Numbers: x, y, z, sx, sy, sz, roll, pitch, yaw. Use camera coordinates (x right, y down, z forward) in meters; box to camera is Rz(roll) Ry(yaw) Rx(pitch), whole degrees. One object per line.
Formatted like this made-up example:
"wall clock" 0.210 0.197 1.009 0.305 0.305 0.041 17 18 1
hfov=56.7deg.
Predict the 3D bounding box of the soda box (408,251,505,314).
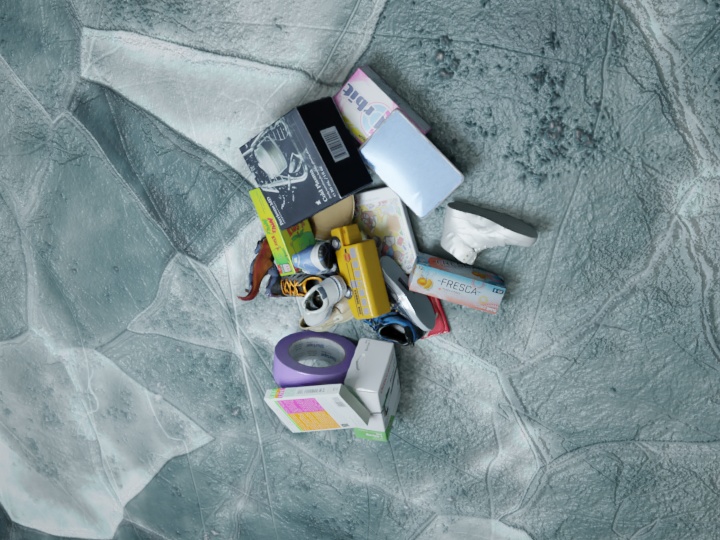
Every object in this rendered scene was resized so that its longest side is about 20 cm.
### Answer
"soda box" 0.206 0.026 1.434 0.199 0.064 0.069 16 116 -3

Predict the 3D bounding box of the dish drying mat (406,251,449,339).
"dish drying mat" 0.137 0.059 1.521 0.076 0.018 0.201 -16 104 25

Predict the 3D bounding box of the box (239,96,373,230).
"box" -0.114 -0.219 1.383 0.196 0.124 0.201 -23 97 43

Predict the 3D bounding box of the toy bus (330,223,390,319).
"toy bus" 0.000 0.000 1.424 0.078 0.065 0.202 -10 95 45

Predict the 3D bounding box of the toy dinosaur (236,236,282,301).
"toy dinosaur" -0.200 -0.031 1.518 0.104 0.200 0.183 11 100 -1

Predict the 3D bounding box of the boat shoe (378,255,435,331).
"boat shoe" 0.081 0.062 1.491 0.091 0.071 0.201 -30 102 42

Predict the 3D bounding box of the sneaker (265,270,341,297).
"sneaker" -0.141 0.031 1.577 0.199 0.077 0.079 -8 109 23

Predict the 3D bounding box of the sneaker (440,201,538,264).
"sneaker" 0.266 -0.061 1.403 0.199 0.074 0.116 21 118 22

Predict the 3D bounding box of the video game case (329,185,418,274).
"video game case" 0.031 -0.080 1.491 0.181 0.023 0.201 -9 107 30

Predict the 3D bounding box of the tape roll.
"tape roll" -0.104 0.217 1.565 0.199 0.200 0.066 14 114 14

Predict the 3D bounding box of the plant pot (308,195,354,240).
"plant pot" -0.091 -0.166 1.489 0.199 0.027 0.201 15 119 29

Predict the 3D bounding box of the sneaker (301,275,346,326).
"sneaker" -0.099 0.071 1.468 0.073 0.070 0.200 60 147 17

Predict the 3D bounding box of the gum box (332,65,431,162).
"gum box" 0.034 -0.318 1.382 0.200 0.066 0.114 44 117 -2

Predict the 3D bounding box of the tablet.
"tablet" 0.101 -0.215 1.356 0.200 0.014 0.130 44 116 -4

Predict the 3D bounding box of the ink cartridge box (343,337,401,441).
"ink cartridge box" 0.031 0.274 1.532 0.084 0.147 0.201 7 137 16

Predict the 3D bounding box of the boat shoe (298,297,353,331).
"boat shoe" -0.068 0.091 1.555 0.200 0.065 0.073 -33 66 39

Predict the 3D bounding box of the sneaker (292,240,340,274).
"sneaker" -0.090 -0.030 1.472 0.076 0.200 0.076 -8 84 13

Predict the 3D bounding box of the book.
"book" -0.096 0.301 1.462 0.199 0.048 0.134 -9 136 30

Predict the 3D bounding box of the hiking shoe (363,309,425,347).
"hiking shoe" 0.051 0.110 1.526 0.199 0.087 0.075 19 116 22

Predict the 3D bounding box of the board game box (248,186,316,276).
"board game box" -0.166 -0.101 1.488 0.047 0.101 0.201 -9 106 38
